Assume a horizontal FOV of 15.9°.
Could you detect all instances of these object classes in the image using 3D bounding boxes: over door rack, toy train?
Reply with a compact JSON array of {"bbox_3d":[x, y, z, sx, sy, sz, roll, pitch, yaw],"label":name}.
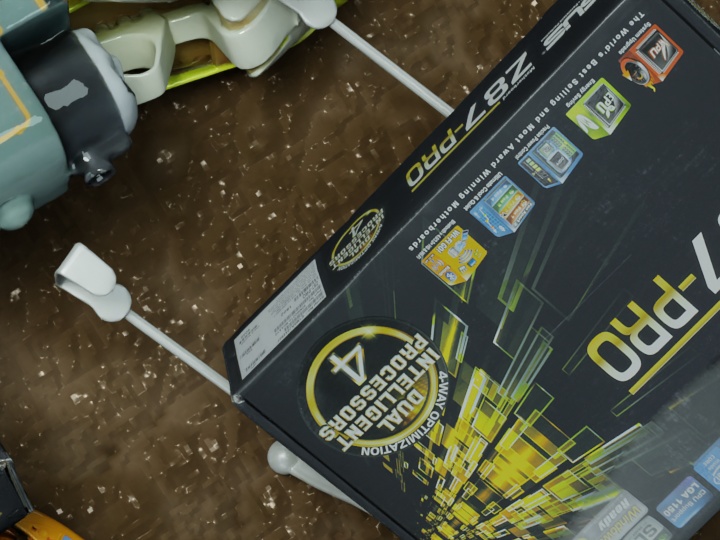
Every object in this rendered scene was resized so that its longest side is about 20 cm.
[{"bbox_3d":[0.000,0.000,0.943,0.200,0.067,0.148,40,76,-20],"label":"over door rack"},{"bbox_3d":[-0.173,-0.040,0.866,0.200,0.085,0.114,-31,75,-16],"label":"toy train"}]

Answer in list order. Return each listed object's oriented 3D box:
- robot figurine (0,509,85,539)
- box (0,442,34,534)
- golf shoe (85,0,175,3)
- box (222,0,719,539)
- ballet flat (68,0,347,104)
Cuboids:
[{"bbox_3d":[-0.114,0.161,0.910,0.200,0.058,0.145,35,73,1],"label":"robot figurine"},{"bbox_3d":[-0.248,0.061,0.885,0.200,0.050,0.199,-35,62,-12],"label":"box"},{"bbox_3d":[-0.105,-0.177,0.881,0.201,0.091,0.075,63,37,-16],"label":"golf shoe"},{"bbox_3d":[0.077,0.014,0.875,0.161,0.049,0.200,40,102,-23],"label":"box"},{"bbox_3d":[-0.069,-0.090,0.956,0.199,0.067,0.067,-21,125,-8],"label":"ballet flat"}]
